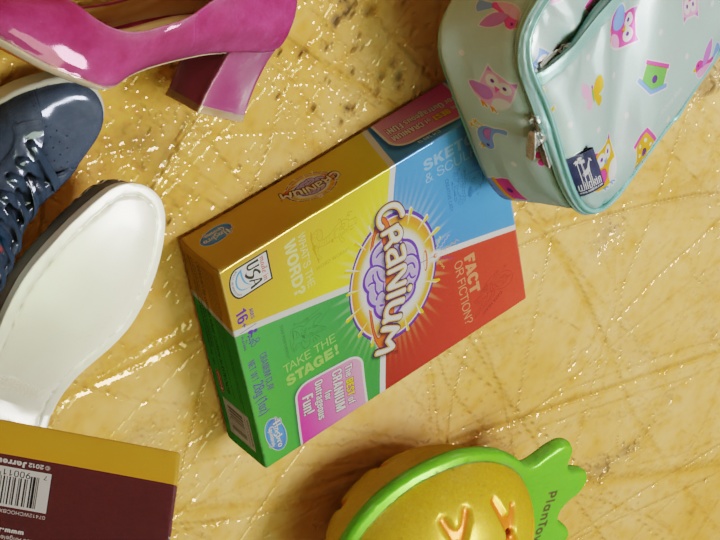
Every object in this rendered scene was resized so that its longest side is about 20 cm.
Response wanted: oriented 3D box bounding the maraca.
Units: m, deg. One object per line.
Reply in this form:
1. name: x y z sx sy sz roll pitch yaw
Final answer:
1. maraca: 0.059 0.163 1.678 0.199 0.107 0.138 -10 131 -38

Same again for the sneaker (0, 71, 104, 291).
1. sneaker: -0.191 -0.013 1.346 0.200 0.084 0.075 -44 138 -11

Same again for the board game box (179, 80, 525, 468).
1. board game box: 0.000 0.000 1.563 0.200 0.040 0.154 -32 134 -22

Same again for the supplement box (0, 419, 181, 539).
1. supplement box: -0.200 0.188 1.309 0.196 0.201 0.133 11 142 -9

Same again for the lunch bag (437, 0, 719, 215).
1. lunch bag: 0.130 -0.139 1.528 0.200 0.077 0.161 -52 141 -29

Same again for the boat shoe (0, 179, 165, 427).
1. boat shoe: -0.174 0.035 1.415 0.072 0.060 0.202 29 95 -37

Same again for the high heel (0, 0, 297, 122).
1. high heel: -0.109 -0.136 1.354 0.199 0.067 0.096 13 102 -44
